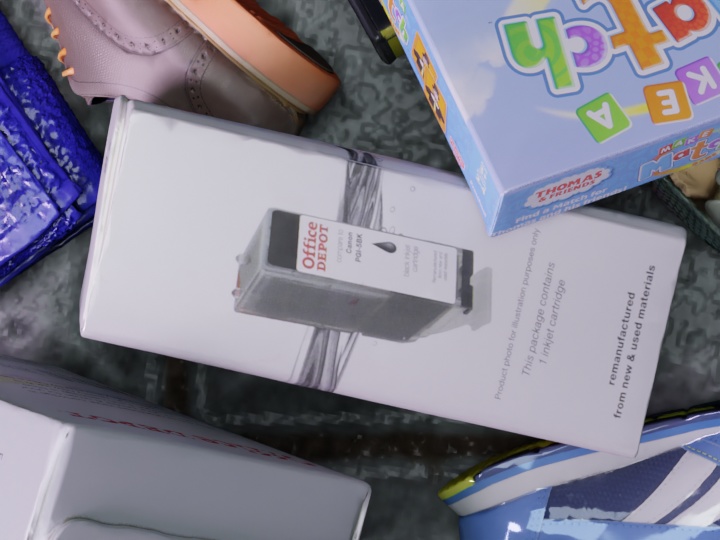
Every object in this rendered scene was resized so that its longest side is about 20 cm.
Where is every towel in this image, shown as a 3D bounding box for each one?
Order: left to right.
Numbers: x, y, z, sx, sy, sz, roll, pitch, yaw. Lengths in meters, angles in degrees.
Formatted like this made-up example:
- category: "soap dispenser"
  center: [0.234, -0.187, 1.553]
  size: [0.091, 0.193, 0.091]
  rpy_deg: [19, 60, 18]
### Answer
- category: "towel"
  center: [-0.208, -0.070, 0.991]
  size: [0.147, 0.050, 0.201]
  rpy_deg: [-34, 83, 5]

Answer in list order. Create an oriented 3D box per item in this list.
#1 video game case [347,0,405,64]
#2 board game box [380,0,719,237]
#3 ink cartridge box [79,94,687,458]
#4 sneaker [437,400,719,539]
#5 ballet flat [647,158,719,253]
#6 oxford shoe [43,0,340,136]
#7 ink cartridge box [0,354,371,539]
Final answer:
- category: "video game case"
  center: [0.041, -0.204, 0.937]
  size: [0.180, 0.026, 0.201]
  rpy_deg: [-30, 67, 3]
- category: "board game box"
  center: [0.074, -0.125, 0.845]
  size: [0.150, 0.037, 0.201]
  rpy_deg: [-19, 68, -14]
- category: "ink cartridge box"
  center: [0.000, 0.000, 0.881]
  size: [0.198, 0.147, 0.084]
  rpy_deg: [13, 92, -7]
- category: "sneaker"
  center: [0.132, 0.092, 0.921]
  size: [0.198, 0.074, 0.083]
  rpy_deg: [-14, 87, 16]
- category: "ballet flat"
  center: [0.129, -0.056, 0.925]
  size: [0.200, 0.071, 0.069]
  rpy_deg: [41, 100, 8]
- category: "oxford shoe"
  center: [-0.106, -0.109, 0.967]
  size: [0.200, 0.071, 0.073]
  rpy_deg: [39, 99, 8]
- category: "ink cartridge box"
  center: [-0.124, 0.112, 0.877]
  size: [0.199, 0.145, 0.146]
  rpy_deg: [14, 89, 47]
